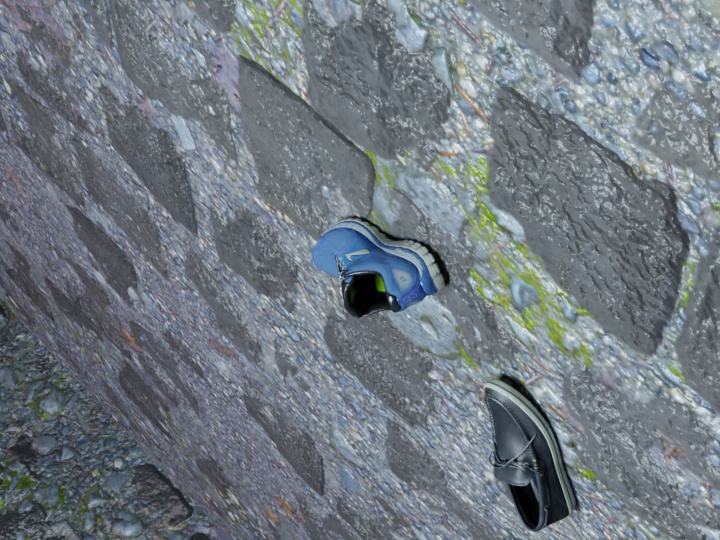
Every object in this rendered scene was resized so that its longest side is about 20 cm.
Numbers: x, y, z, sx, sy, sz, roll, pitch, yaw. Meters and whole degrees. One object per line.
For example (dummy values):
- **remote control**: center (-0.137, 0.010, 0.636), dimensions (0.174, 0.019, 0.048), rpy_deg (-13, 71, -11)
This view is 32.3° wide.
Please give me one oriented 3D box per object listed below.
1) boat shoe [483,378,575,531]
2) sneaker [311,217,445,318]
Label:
- **boat shoe**: center (0.179, 0.208, 1.379), dimensions (0.075, 0.062, 0.200), rpy_deg (18, 137, 55)
- **sneaker**: center (0.000, 0.000, 1.378), dimensions (0.200, 0.089, 0.079), rpy_deg (17, 137, 54)
